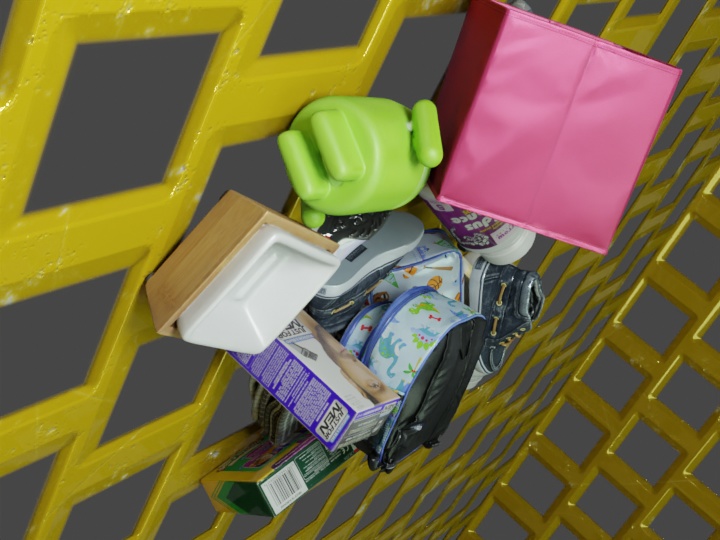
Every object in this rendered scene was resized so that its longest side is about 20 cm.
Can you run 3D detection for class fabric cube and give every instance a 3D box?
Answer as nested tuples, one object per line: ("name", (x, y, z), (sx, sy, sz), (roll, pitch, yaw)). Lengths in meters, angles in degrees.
("fabric cube", (0.190, -0.161, 1.173), (0.196, 0.198, 0.202), (-106, -146, -72))

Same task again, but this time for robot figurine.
("robot figurine", (0.000, -0.117, 1.118), (0.174, 0.117, 0.199), (-29, 172, 28))

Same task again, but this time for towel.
("towel", (-0.067, 0.133, 1.466), (0.165, 0.085, 0.201), (-38, 157, -28))

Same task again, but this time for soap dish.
("soap dish", (-0.117, 0.004, 1.119), (0.158, 0.081, 0.200), (-47, 161, 7))

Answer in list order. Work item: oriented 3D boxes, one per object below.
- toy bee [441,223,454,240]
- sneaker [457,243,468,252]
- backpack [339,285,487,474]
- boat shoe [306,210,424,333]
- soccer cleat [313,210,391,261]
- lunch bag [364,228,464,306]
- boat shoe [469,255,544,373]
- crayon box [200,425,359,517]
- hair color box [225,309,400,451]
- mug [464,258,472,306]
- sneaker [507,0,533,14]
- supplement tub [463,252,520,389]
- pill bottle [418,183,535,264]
("toy bee", (0.174, -0.103, 1.533), (0.199, 0.108, 0.132), (-19, 142, -55))
("sneaker", (0.226, -0.097, 1.662), (0.201, 0.087, 0.074), (-57, 176, 18))
("backpack", (0.053, 0.117, 1.370), (0.182, 0.146, 0.202), (-12, 131, -61))
("boat shoe", (0.000, 0.000, 1.382), (0.200, 0.071, 0.092), (-34, 149, -38))
("soccer cleat", (-0.040, -0.034, 1.280), (0.200, 0.068, 0.073), (-47, -173, -26))
("lunch bag", (0.071, 0.046, 1.503), (0.159, 0.076, 0.202), (-18, 131, -19))
("boat shoe", (0.201, 0.075, 1.522), (0.071, 0.090, 0.202), (-49, 145, -39))
("crayon box", (-0.099, 0.259, 1.527), (0.199, 0.059, 0.172), (-33, -170, -33))
("hair color box", (-0.062, 0.112, 1.268), (0.065, 0.200, 0.109), (-55, 159, 19))
("mug", (0.125, 0.069, 1.649), (0.153, 0.187, 0.149), (-44, 180, 10))
("sneaker", (0.180, -0.247, 1.344), (0.081, 0.074, 0.201), (-46, 162, -18))
("supplement tub", (0.190, 0.085, 1.844), (0.144, 0.144, 0.201), (-21, 145, -53))
("pill bottle", (0.147, -0.092, 1.391), (0.112, 0.112, 0.200), (-48, 136, -3))
